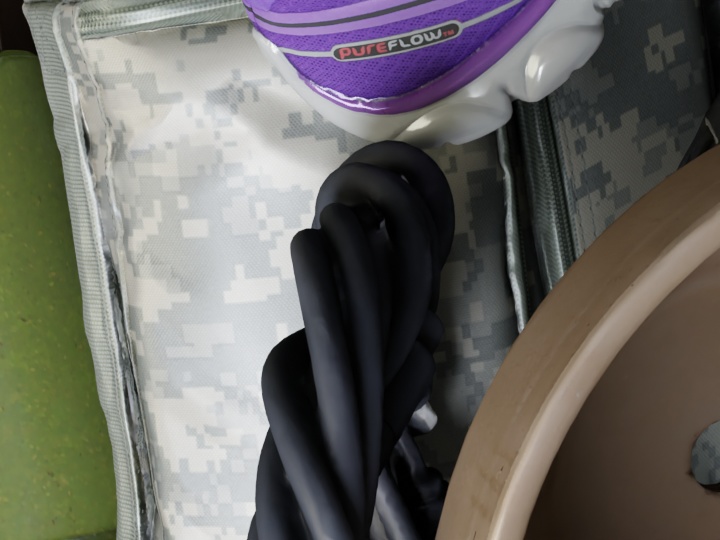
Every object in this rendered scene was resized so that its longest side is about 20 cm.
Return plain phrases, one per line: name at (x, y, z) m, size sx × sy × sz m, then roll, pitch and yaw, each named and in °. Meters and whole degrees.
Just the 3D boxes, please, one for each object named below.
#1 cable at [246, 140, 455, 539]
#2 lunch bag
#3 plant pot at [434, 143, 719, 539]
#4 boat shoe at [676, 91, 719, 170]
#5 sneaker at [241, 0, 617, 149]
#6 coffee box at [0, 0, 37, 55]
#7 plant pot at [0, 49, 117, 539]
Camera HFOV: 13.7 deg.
cable at (0.005, 0.061, 0.636) m, size 0.200 × 0.051 × 0.163 m, roll -71°, pitch -17°, yaw -75°
lunch bag at (0.000, 0.000, 0.796) m, size 0.139 × 0.168 × 0.200 m, roll 11°, pitch 112°, yaw 59°
plant pot at (0.096, 0.053, 0.628) m, size 0.093 × 0.201 × 0.201 m, roll -145°, pitch 48°, yaw -63°
boat shoe at (0.116, -0.059, 0.679) m, size 0.066 × 0.070 × 0.200 m, roll 57°, pitch 153°, yaw 28°
sneaker at (0.052, -0.113, 0.661) m, size 0.083 × 0.200 × 0.081 m, roll 41°, pitch -176°, yaw -43°
coffee box at (-0.119, -0.134, 1.035) m, size 0.114 × 0.080 × 0.200 m, roll 9°, pitch 110°, yaw 60°
plant pot at (-0.133, 0.038, 0.888) m, size 0.200 × 0.200 × 0.190 m, roll -13°, pitch 86°, yaw 61°
